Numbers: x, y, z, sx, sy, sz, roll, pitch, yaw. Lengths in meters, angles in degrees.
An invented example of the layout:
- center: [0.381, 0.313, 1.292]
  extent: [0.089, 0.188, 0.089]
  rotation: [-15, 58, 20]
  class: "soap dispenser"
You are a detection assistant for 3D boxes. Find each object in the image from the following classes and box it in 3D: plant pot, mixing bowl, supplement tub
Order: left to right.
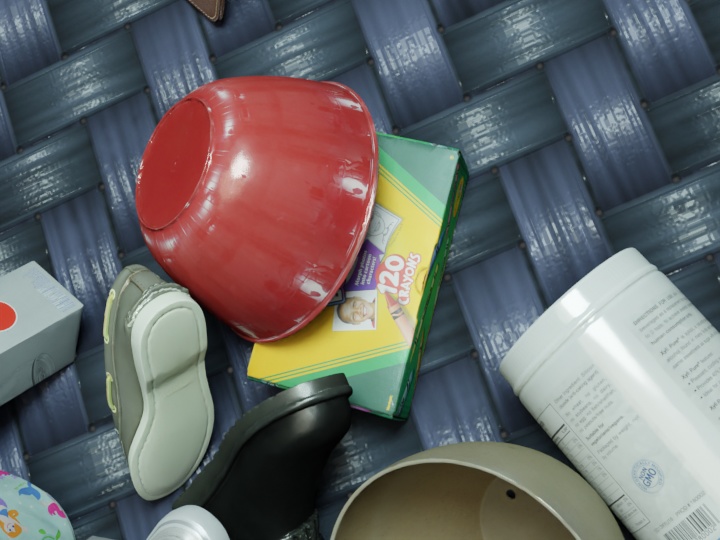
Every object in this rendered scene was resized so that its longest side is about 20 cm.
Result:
- center: [-0.090, -0.059, 0.767]
  extent: [0.199, 0.108, 0.203]
  rotation: [-23, 58, 42]
  class: "mixing bowl"
- center: [0.095, 0.195, 0.698]
  extent: [0.198, 0.134, 0.204]
  rotation: [8, 106, 29]
  class: "plant pot"
- center: [0.201, 0.100, 0.705]
  extent: [0.132, 0.132, 0.201]
  rotation: [-40, 73, 3]
  class: "supplement tub"

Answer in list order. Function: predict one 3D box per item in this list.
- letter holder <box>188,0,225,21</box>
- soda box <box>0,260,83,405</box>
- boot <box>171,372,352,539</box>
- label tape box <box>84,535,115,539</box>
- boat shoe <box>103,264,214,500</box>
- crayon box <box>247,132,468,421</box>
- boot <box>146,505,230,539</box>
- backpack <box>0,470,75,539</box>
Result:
- center: [-0.139, -0.328, 0.892]
  extent: [0.100, 0.143, 0.200]
  rotation: [-34, 72, -29]
  class: "letter holder"
- center: [-0.304, 0.073, 0.802]
  extent: [0.063, 0.199, 0.069]
  rotation: [36, 130, 16]
  class: "soda box"
- center: [-0.038, 0.183, 0.746]
  extent: [0.159, 0.079, 0.212]
  rotation: [57, 133, 20]
  class: "boot"
- center: [-0.122, 0.278, 0.743]
  extent: [0.197, 0.063, 0.147]
  rotation: [3, 102, 27]
  class: "label tape box"
- center: [-0.151, 0.085, 0.787]
  extent: [0.072, 0.204, 0.060]
  rotation: [-25, 49, -34]
  class: "boat shoe"
- center: [0.000, 0.000, 0.810]
  extent: [0.117, 0.058, 0.203]
  rotation: [13, 83, 16]
  class: "crayon box"
- center: [-0.144, 0.243, 0.656]
  extent: [0.073, 0.095, 0.202]
  rotation: [29, 112, 19]
  class: "boot"
- center: [-0.315, 0.230, 0.795]
  extent: [0.197, 0.151, 0.180]
  rotation: [14, 109, 8]
  class: "backpack"
